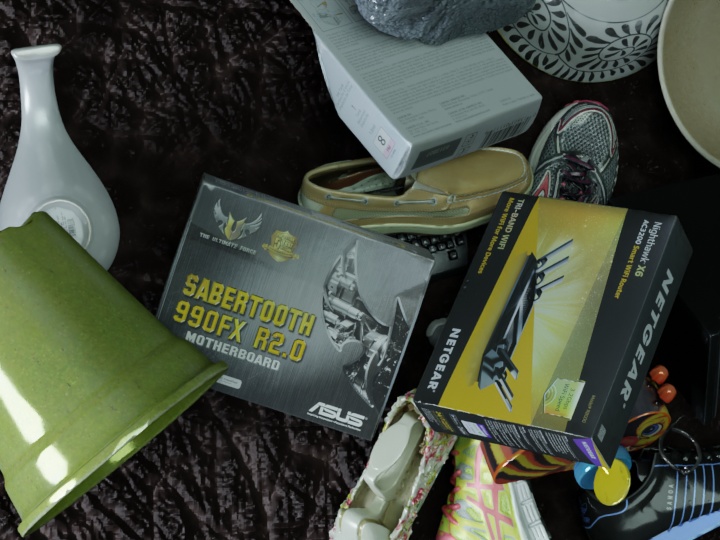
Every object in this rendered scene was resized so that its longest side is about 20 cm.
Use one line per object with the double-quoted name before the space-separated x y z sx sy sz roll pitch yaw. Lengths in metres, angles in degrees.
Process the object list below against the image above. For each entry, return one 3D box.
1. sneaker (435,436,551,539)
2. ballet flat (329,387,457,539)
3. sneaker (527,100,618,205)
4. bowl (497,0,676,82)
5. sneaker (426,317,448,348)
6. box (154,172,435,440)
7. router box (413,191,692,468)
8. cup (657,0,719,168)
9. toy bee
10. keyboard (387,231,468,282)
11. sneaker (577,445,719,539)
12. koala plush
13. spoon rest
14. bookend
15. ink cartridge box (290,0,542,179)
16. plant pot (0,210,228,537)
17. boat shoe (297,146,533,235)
"sneaker" 0.097 0.187 1.700 0.090 0.078 0.201 -21 82 1
"ballet flat" 0.014 0.182 1.669 0.075 0.064 0.201 24 92 32
"sneaker" 0.173 -0.046 1.737 0.080 0.075 0.202 19 80 -9
"bowl" 0.205 -0.267 1.755 0.199 0.094 0.203 1 84 -13
"sneaker" 0.143 0.093 1.718 0.199 0.078 0.078 23 87 -9
"box" -0.058 0.030 1.666 0.198 0.048 0.160 19 100 -8
"router box" 0.150 0.042 1.612 0.156 0.052 0.201 9 62 31
"cup" 0.370 -0.186 1.745 0.143 0.199 0.202 -18 88 -51
"toy bee" 0.196 0.112 1.647 0.199 0.109 0.131 -25 64 -37
"keyboard" 0.000 0.000 1.714 0.198 0.040 0.105 -17 88 -12
"sneaker" 0.276 0.175 1.740 0.199 0.070 0.078 -27 98 -12
"koala plush" 0.041 -0.301 1.665 0.183 0.178 0.201 -20 66 -27
"spoon rest" -0.248 -0.080 1.667 0.098 0.061 0.202 -7 99 -11
"bookend" 0.328 0.009 1.697 0.198 0.199 0.093 -13 127 -13
"ink cartridge box" 0.031 -0.177 1.699 0.162 0.057 0.200 -22 60 -40
"plant pot" -0.231 0.065 1.564 0.200 0.200 0.185 -38 87 -13
"boat shoe" 0.047 -0.072 1.697 0.198 0.076 0.072 -14 53 -10
